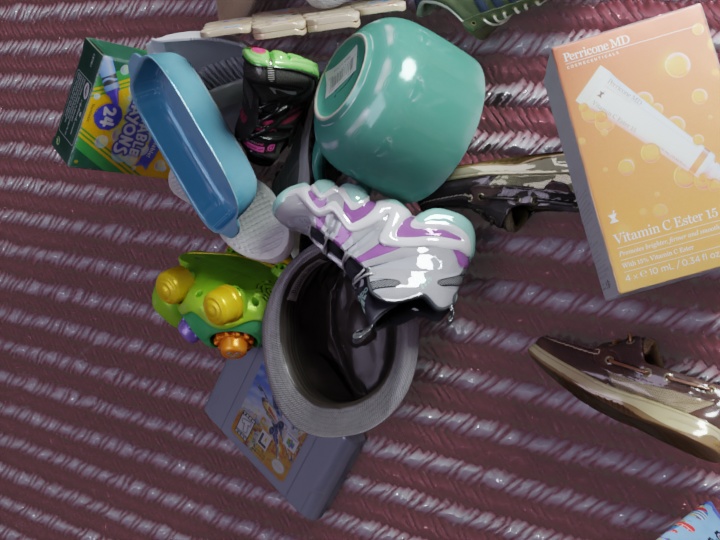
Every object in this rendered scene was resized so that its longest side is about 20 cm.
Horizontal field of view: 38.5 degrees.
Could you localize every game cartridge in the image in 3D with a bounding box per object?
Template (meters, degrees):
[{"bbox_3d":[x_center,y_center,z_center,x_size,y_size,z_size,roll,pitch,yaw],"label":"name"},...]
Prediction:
[{"bbox_3d":[-0.088,0.165,1.162,0.200,0.041,0.134,40,120,27],"label":"game cartridge"}]

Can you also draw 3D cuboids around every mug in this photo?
[{"bbox_3d":[0.018,-0.141,0.962,0.187,0.113,0.152,-63,28,5],"label":"mug"}]

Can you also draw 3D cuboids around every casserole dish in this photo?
[{"bbox_3d":[-0.161,-0.128,1.012,0.202,0.039,0.121,59,153,-2],"label":"casserole dish"}]

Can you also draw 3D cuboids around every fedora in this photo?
[{"bbox_3d":[-0.009,0.068,1.050,0.175,0.090,0.203,-18,75,23],"label":"fedora"}]

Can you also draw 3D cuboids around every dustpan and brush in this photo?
[{"bbox_3d":[-0.111,-0.198,1.080,0.141,0.198,0.057,85,159,-45],"label":"dustpan and brush"}]

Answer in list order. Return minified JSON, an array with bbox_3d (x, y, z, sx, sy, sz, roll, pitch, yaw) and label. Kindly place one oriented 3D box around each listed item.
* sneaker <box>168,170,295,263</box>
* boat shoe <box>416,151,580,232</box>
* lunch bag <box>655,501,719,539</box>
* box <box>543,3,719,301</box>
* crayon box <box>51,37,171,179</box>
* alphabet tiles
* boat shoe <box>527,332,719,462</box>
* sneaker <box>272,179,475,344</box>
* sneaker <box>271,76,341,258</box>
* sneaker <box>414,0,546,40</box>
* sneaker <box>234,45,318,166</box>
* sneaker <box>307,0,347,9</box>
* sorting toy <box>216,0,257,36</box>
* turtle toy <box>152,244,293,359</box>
[{"bbox_3d":[-0.121,-0.065,1.103,0.200,0.082,0.074,41,98,38],"label":"sneaker"},{"bbox_3d":[0.136,-0.068,0.951,0.198,0.073,0.066,-7,85,37],"label":"boat shoe"},{"bbox_3d":[0.296,0.305,0.817,0.200,0.150,0.095,48,119,23],"label":"lunch bag"},{"bbox_3d":[0.235,-0.090,0.833,0.123,0.097,0.203,-15,84,6],"label":"box"},{"bbox_3d":[-0.220,-0.168,1.123,0.052,0.198,0.127,43,118,38],"label":"crayon box"},{"bbox_3d":[-0.057,-0.243,0.999,0.192,0.200,0.015,-10,108,-3],"label":"alphabet tiles"},{"bbox_3d":[0.240,0.093,0.902,0.199,0.072,0.072,25,78,43],"label":"boat shoe"},{"bbox_3d":[0.000,0.000,0.953,0.197,0.078,0.142,11,66,10],"label":"sneaker"},{"bbox_3d":[-0.059,-0.108,1.094,0.079,0.073,0.203,24,108,38],"label":"sneaker"},{"bbox_3d":[0.130,-0.257,0.950,0.198,0.067,0.091,22,118,31],"label":"sneaker"},{"bbox_3d":[-0.083,-0.152,0.988,0.076,0.200,0.085,10,77,-2],"label":"sneaker"},{"bbox_3d":[-0.037,-0.341,1.028,0.114,0.075,0.202,0,65,43],"label":"sneaker"},{"bbox_3d":[-0.125,-0.382,1.090,0.185,0.036,0.203,-49,51,56],"label":"sorting toy"},{"bbox_3d":[-0.154,0.033,1.142,0.198,0.145,0.103,18,119,35],"label":"turtle toy"}]
